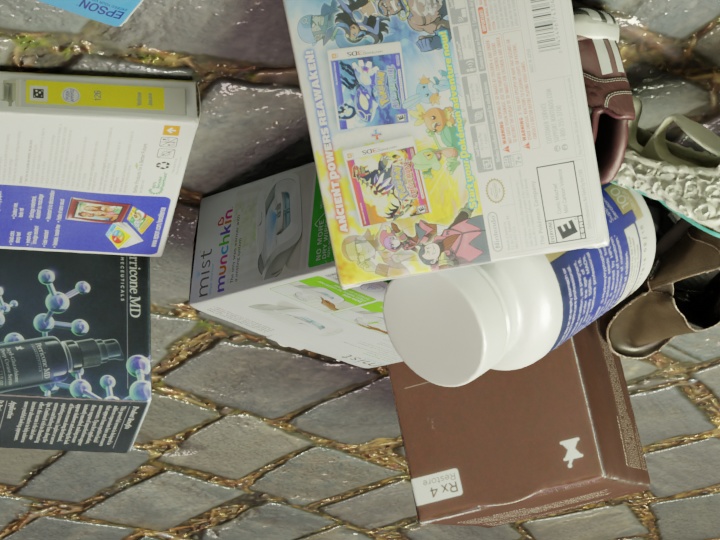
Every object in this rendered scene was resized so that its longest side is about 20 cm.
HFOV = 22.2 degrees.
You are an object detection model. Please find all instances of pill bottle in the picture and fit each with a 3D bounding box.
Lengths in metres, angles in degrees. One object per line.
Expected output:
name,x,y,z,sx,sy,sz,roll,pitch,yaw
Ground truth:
pill bottle,0.112,0.002,1.318,0.200,0.120,0.120,-31,174,-43

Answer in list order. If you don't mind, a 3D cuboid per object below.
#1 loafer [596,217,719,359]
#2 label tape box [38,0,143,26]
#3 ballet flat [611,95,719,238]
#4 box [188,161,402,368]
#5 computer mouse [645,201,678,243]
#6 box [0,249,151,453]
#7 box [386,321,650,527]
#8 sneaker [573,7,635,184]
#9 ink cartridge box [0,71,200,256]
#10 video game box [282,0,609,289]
loafer,0.249,0.020,1.457,0.073,0.071,0.200,9,144,-17
label tape box,-0.141,-0.236,0.970,0.143,0.066,0.200,16,130,-35
ballet flat,0.205,-0.087,1.300,0.200,0.072,0.072,27,168,31
box,0.000,0.000,1.418,0.200,0.097,0.176,21,156,-39
computer mouse,0.236,-0.046,1.465,0.140,0.046,0.200,-29,138,32
box,-0.272,0.054,1.457,0.199,0.149,0.107,4,151,-16
box,0.138,0.124,1.581,0.166,0.165,0.200,-15,166,17
sneaker,0.110,-0.088,1.271,0.076,0.116,0.200,-3,157,-43
ink cartridge box,-0.230,-0.075,1.335,0.199,0.047,0.198,4,152,-13
video game box,0.057,-0.100,1.195,0.182,0.201,0.047,-9,-166,6
